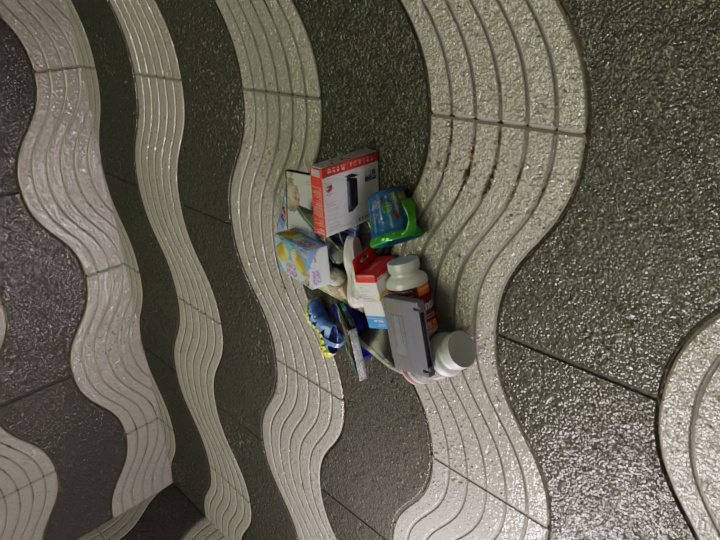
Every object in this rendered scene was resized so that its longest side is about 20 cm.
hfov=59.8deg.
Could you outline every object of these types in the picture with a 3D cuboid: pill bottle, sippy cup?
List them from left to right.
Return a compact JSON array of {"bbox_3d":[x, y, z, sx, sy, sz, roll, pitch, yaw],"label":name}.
[{"bbox_3d":[0.078,-0.136,1.590,0.176,0.139,0.132,-15,86,28],"label":"sippy cup"},{"bbox_3d":[0.130,0.069,1.635,0.112,0.112,0.203,3,111,49],"label":"pill bottle"},{"bbox_3d":[0.200,0.226,1.629,0.199,0.115,0.117,-29,86,52],"label":"pill bottle"}]

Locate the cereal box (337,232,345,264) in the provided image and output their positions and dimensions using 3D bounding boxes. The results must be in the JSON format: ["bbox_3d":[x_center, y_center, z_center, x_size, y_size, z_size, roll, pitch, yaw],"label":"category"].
[{"bbox_3d":[-0.085,-0.118,1.858,0.143,0.039,0.203,0,108,49],"label":"cereal box"}]

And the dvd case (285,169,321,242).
[{"bbox_3d":[-0.158,-0.183,1.809,0.141,0.017,0.203,15,116,30],"label":"dvd case"}]

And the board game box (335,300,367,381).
[{"bbox_3d":[-0.026,0.206,1.829,0.136,0.028,0.202,-120,16,-52],"label":"board game box"}]

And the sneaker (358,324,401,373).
[{"bbox_3d":[0.093,0.210,1.788,0.199,0.075,0.107,33,106,15],"label":"sneaker"}]

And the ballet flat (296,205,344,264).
[{"bbox_3d":[-0.099,-0.112,1.758,0.201,0.063,0.067,55,-173,-1],"label":"ballet flat"}]

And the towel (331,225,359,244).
[{"bbox_3d":[-0.062,-0.172,1.765,0.143,0.024,0.202,21,118,26],"label":"towel"}]

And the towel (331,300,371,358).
[{"bbox_3d":[-0.012,0.170,1.911,0.147,0.049,0.202,-38,78,51],"label":"towel"}]

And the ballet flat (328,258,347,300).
[{"bbox_3d":[-0.083,0.002,1.789,0.201,0.068,0.067,54,-178,35],"label":"ballet flat"}]

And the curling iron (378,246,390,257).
[{"bbox_3d":[0.062,-0.015,1.746,0.049,0.025,0.201,41,136,26],"label":"curling iron"}]

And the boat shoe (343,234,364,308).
[{"bbox_3d":[0.000,0.000,1.726,0.069,0.070,0.203,-7,89,34],"label":"boat shoe"}]

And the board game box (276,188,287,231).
[{"bbox_3d":[-0.203,-0.141,1.956,0.152,0.036,0.201,59,152,21],"label":"board game box"}]

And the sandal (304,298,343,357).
[{"bbox_3d":[-0.109,0.180,2.018,0.087,0.079,0.202,-17,103,49],"label":"sandal"}]

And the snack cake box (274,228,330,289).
[{"bbox_3d":[-0.165,-0.036,1.777,0.199,0.067,0.117,27,127,52],"label":"snack cake box"}]

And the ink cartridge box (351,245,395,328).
[{"bbox_3d":[0.053,0.041,1.684,0.067,0.116,0.202,1,118,36],"label":"ink cartridge box"}]

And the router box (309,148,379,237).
[{"bbox_3d":[-0.036,-0.205,1.625,0.049,0.199,0.182,22,126,42],"label":"router box"}]

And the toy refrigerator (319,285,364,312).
[{"bbox_3d":[-0.063,0.045,1.847,0.199,0.070,0.076,27,163,33],"label":"toy refrigerator"}]

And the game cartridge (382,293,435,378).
[{"bbox_3d":[0.121,0.162,1.575,0.129,0.038,0.203,11,116,52],"label":"game cartridge"}]
